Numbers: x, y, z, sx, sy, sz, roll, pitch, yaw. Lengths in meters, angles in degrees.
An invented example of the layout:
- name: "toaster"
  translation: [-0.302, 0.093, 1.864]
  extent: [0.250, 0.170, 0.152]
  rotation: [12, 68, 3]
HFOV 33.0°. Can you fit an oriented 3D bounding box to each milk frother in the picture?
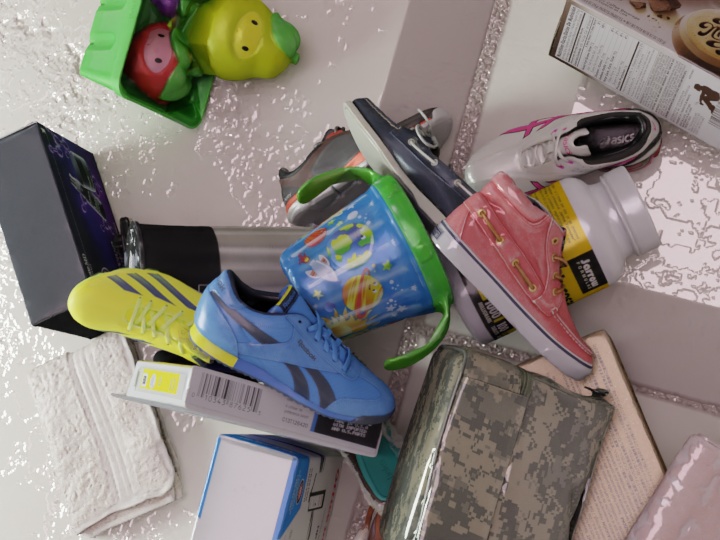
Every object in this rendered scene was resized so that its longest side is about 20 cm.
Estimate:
- name: "milk frother"
  translation: [-0.152, 0.000, 1.253]
  extent: [0.187, 0.181, 0.201]
  rotation: [0, 47, -19]

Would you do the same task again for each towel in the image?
- name: "towel"
  translation: [-0.276, 0.174, 1.304]
  extent: [0.132, 0.034, 0.201]
  rotation: [-25, 76, 9]
- name: "towel"
  translation: [0.315, 0.272, 1.087]
  extent: [0.190, 0.032, 0.201]
  rotation: [32, 91, -17]

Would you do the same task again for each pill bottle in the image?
- name: "pill bottle"
  translation: [0.180, -0.019, 1.172]
  extent: [0.199, 0.112, 0.113]
  rotation: [-27, 76, 10]

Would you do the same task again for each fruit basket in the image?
- name: "fruit basket"
  translation: [-0.174, -0.258, 1.292]
  extent: [0.214, 0.155, 0.217]
  rotation: [-8, 74, 31]

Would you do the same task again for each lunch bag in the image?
- name: "lunch bag"
  translation: [0.124, 0.180, 1.069]
  extent: [0.167, 0.139, 0.201]
  rotation: [18, 86, -7]

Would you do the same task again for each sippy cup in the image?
- name: "sippy cup"
  translation: [0.000, 0.000, 1.125]
  extent: [0.130, 0.140, 0.178]
  rotation: [-28, 35, -3]

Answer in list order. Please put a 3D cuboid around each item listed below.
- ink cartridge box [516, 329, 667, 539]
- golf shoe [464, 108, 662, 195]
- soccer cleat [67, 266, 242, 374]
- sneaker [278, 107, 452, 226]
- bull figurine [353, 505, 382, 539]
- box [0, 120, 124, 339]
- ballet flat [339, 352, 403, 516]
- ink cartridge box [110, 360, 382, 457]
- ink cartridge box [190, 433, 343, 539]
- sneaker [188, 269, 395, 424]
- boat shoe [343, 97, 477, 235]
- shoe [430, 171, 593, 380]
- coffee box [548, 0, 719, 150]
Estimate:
- name: "ink cartridge box"
  translation: [0.199, 0.180, 1.158]
  extent: [0.164, 0.075, 0.201]
  rotation: [-23, 77, 12]
- name: "golf shoe"
  translation: [0.194, -0.122, 1.195]
  extent: [0.199, 0.092, 0.073]
  rotation: [-15, 80, 14]
- name: "soccer cleat"
  translation: [-0.163, 0.049, 1.097]
  extent: [0.065, 0.199, 0.084]
  rotation: [-64, 28, 21]
- name: "sneaker"
  translation: [-0.003, -0.126, 1.258]
  extent: [0.199, 0.077, 0.082]
  rotation: [-29, 66, 6]
- name: "bull figurine"
  translation: [0.071, 0.303, 1.170]
  extent: [0.121, 0.065, 0.200]
  rotation: [-39, 63, -24]
- name: "box"
  translation: [-0.314, -0.038, 1.290]
  extent: [0.078, 0.141, 0.201]
  rotation: [-23, 77, 11]
- name: "ballet flat"
  translation: [0.008, 0.172, 1.206]
  extent: [0.072, 0.072, 0.201]
  rotation: [-32, 47, 8]
- name: "ink cartridge box"
  translation: [-0.110, 0.126, 1.142]
  extent: [0.197, 0.200, 0.047]
  rotation: [18, 82, -28]
- name: "ink cartridge box"
  translation: [-0.088, 0.236, 1.161]
  extent: [0.084, 0.200, 0.147]
  rotation: [12, 85, 13]
- name: "sneaker"
  translation: [-0.048, 0.066, 1.058]
  extent: [0.199, 0.066, 0.079]
  rotation: [28, 109, -10]
- name: "boat shoe"
  translation: [0.056, -0.099, 1.155]
  extent: [0.062, 0.075, 0.200]
  rotation: [-36, 61, -7]
- name: "shoe"
  translation: [0.160, 0.005, 1.084]
  extent: [0.091, 0.072, 0.200]
  rotation: [-43, 104, 10]
- name: "coffee box"
  translation: [0.297, -0.216, 1.164]
  extent: [0.199, 0.080, 0.113]
  rotation: [33, 56, 16]
